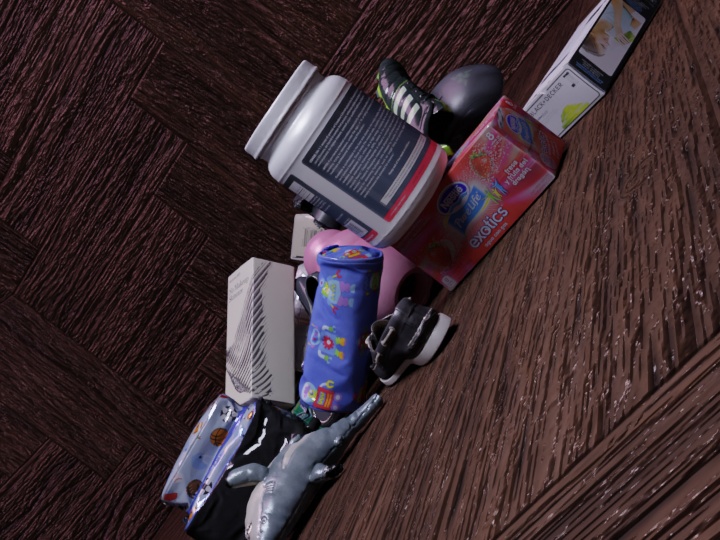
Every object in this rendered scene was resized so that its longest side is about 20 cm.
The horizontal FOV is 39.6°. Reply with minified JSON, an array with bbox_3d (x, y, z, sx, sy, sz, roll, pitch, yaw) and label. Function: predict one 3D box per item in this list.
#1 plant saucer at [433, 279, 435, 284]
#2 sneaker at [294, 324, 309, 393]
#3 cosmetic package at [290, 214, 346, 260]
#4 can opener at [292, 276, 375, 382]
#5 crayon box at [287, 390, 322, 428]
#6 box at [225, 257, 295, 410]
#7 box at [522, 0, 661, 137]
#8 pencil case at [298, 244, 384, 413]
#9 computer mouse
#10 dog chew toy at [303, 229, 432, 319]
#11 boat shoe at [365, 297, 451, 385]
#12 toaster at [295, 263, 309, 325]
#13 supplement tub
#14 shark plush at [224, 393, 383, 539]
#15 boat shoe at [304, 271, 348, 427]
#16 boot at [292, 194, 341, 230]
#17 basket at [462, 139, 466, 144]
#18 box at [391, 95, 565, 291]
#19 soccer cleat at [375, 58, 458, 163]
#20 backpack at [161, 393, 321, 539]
[{"bbox_3d":[0.096,-0.006,1.445,0.200,0.032,0.200,-53,2,3],"label":"plant saucer"},{"bbox_3d":[-0.118,0.159,1.399,0.200,0.075,0.089,-53,18,44],"label":"sneaker"},{"bbox_3d":[0.001,-0.040,1.544,0.105,0.200,0.071,5,88,47],"label":"cosmetic package"},{"bbox_3d":[-0.039,0.078,1.311,0.079,0.200,0.063,-23,-36,-12],"label":"can opener"},{"bbox_3d":[-0.048,0.166,1.378,0.200,0.058,0.119,-55,4,-41],"label":"crayon box"},{"bbox_3d":[-0.133,0.091,1.329,0.082,0.068,0.200,-36,49,48],"label":"box"},{"bbox_3d":[0.289,-0.267,1.254,0.200,0.060,0.117,-54,3,-33],"label":"box"},{"bbox_3d":[-0.024,0.067,1.155,0.078,0.087,0.200,-15,-63,-56],"label":"pencil case"},{"bbox_3d":[0.106,-0.188,1.297,0.200,0.053,0.139,-53,41,15],"label":"computer mouse"},{"bbox_3d":[0.000,0.000,1.333,0.200,0.125,0.125,22,68,43],"label":"dog chew toy"},{"bbox_3d":[0.038,0.074,1.070,0.074,0.060,0.200,-59,3,-15],"label":"boat shoe"},{"bbox_3d":[-0.039,0.053,1.521,0.200,0.129,0.114,105,176,-80],"label":"toaster"},{"bbox_3d":[-0.015,-0.131,1.136,0.140,0.200,0.140,-54,8,11],"label":"supplement tub"},{"bbox_3d":[-0.042,0.213,1.038,0.200,0.091,0.083,-32,14,-25],"label":"shark plush"},{"bbox_3d":[-0.049,0.098,1.238,0.063,0.073,0.200,8,-97,-54],"label":"boat shoe"},{"bbox_3d":[-0.048,-0.163,1.439,0.168,0.076,0.200,-54,42,12],"label":"boot"},{"bbox_3d":[0.089,-0.137,1.378,0.200,0.149,0.143,-16,27,42],"label":"basket"},{"bbox_3d":[0.136,-0.088,1.159,0.200,0.095,0.103,-51,4,35],"label":"box"},{"bbox_3d":[0.074,-0.200,1.262,0.081,0.067,0.200,-34,53,27],"label":"soccer cleat"},{"bbox_3d":[-0.138,0.236,1.169,0.200,0.154,0.191,-56,-7,-9],"label":"backpack"}]
